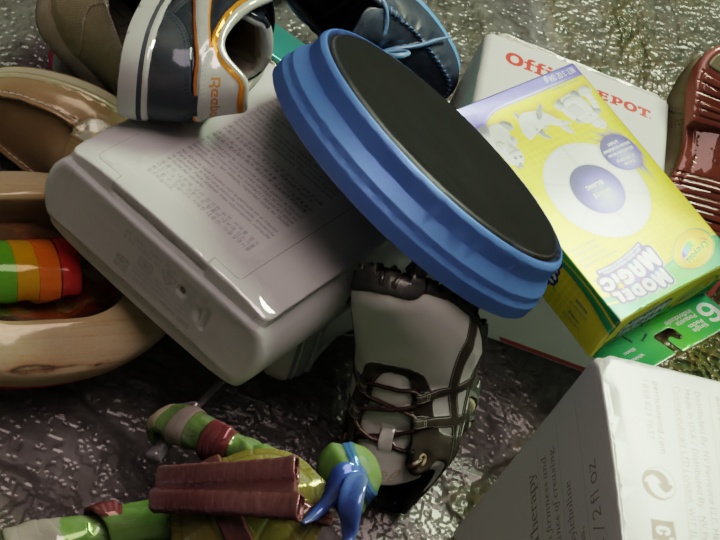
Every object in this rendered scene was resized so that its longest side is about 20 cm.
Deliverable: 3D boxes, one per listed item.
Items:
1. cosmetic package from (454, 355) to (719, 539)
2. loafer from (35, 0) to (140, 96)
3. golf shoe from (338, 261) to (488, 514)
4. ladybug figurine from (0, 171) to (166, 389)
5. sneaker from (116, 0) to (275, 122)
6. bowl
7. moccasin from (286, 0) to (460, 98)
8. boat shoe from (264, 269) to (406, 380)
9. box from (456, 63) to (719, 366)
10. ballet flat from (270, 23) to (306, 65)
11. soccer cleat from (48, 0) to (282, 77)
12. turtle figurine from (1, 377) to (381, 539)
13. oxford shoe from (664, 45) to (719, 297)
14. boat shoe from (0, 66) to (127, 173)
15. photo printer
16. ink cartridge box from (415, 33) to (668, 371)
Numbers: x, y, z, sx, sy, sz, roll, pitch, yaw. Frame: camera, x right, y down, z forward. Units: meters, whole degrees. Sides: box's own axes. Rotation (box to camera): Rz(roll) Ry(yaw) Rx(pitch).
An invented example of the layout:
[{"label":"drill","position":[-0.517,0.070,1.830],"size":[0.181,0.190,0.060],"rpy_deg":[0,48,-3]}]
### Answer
[{"label":"cosmetic package","position":[0.166,0.181,0.972],"size":[0.166,0.200,0.168],"rpy_deg":[12,50,-16]},{"label":"loafer","position":[-0.118,-0.114,1.120],"size":[0.200,0.068,0.076],"rpy_deg":[42,58,-24]},{"label":"golf shoe","position":[0.027,0.072,1.003],"size":[0.077,0.200,0.095],"rpy_deg":[13,62,19]},{"label":"ladybug figurine","position":[-0.200,0.011,1.018],"size":[0.199,0.072,0.136],"rpy_deg":[1,58,-25]},{"label":"sneaker","position":[-0.086,-0.155,1.037],"size":[0.079,0.079,0.201],"rpy_deg":[7,47,1]},{"label":"bowl","position":[0.037,-0.060,1.005],"size":[0.200,0.039,0.201],"rpy_deg":[40,17,-15]},{"label":"moccasin","position":[-0.012,-0.173,1.226],"size":[0.200,0.080,0.068],"rpy_deg":[37,38,-24]},{"label":"boat shoe","position":[0.000,0.000,1.122],"size":[0.071,0.070,0.201],"rpy_deg":[25,45,2]},{"label":"box","position":[0.148,-0.031,1.120],"size":[0.117,0.048,0.200],"rpy_deg":[-25,70,-35]},{"label":"ballet flat","position":[-0.035,-0.114,1.188],"size":[0.199,0.069,0.070],"rpy_deg":[25,47,-18]},{"label":"soccer cleat","position":[-0.124,-0.176,1.196],"size":[0.086,0.070,0.200],"rpy_deg":[29,45,17]},{"label":"turtle figurine","position":[-0.084,0.150,0.957],"size":[0.193,0.200,0.144],"rpy_deg":[-22,108,-11]},{"label":"oxford shoe","position":[0.234,-0.057,1.256],"size":[0.070,0.075,0.201],"rpy_deg":[20,82,-13]},{"label":"boat shoe","position":[-0.155,-0.056,1.092],"size":[0.199,0.074,0.066],"rpy_deg":[28,43,-3]},{"label":"photo printer","position":[-0.059,-0.039,1.030],"size":[0.166,0.070,0.200],"rpy_deg":[40,42,13]},{"label":"ink cartridge box","position":[0.125,-0.048,1.208],"size":[0.144,0.084,0.201],"rpy_deg":[20,50,-9]}]
